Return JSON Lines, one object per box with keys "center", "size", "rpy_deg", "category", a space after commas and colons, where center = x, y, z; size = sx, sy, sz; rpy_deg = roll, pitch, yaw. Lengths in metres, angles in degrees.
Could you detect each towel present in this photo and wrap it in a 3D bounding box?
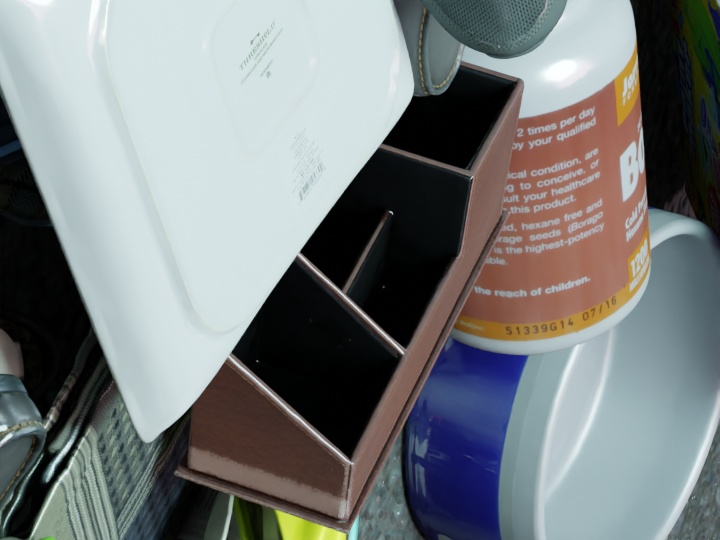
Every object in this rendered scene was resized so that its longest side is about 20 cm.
{"center": [-0.087, 0.053, 1.057], "size": [0.193, 0.035, 0.200], "rpy_deg": [-61, 169, -23], "category": "towel"}

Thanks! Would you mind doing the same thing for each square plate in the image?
{"center": [-0.042, -0.075, 0.931], "size": [0.200, 0.028, 0.198], "rpy_deg": [-55, 142, -37], "category": "square plate"}

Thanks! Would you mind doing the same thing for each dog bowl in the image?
{"center": [0.107, 0.061, 1.387], "size": [0.200, 0.079, 0.200], "rpy_deg": [-36, 135, -46], "category": "dog bowl"}

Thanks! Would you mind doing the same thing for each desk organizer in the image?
{"center": [0.000, 0.000, 1.089], "size": [0.200, 0.072, 0.077], "rpy_deg": [-61, 165, -45], "category": "desk organizer"}

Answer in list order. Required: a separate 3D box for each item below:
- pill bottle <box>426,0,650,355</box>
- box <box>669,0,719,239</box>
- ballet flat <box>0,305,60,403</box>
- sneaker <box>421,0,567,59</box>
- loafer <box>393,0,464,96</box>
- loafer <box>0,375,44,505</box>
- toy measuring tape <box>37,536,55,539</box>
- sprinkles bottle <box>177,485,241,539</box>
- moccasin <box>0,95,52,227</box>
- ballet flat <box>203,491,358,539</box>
{"center": [0.067, -0.070, 1.216], "size": [0.112, 0.112, 0.200], "rpy_deg": [-46, 142, -37], "category": "pill bottle"}
{"center": [0.238, -0.073, 1.395], "size": [0.193, 0.122, 0.200], "rpy_deg": [-105, -177, -51], "category": "box"}
{"center": [-0.171, 0.030, 0.917], "size": [0.200, 0.068, 0.068], "rpy_deg": [-5, 85, -60], "category": "ballet flat"}
{"center": [0.022, -0.160, 0.946], "size": [0.085, 0.074, 0.200], "rpy_deg": [-65, 141, -63], "category": "sneaker"}
{"center": [0.044, -0.147, 1.029], "size": [0.073, 0.072, 0.200], "rpy_deg": [-54, 157, -50], "category": "loafer"}
{"center": [-0.160, 0.121, 0.895], "size": [0.200, 0.072, 0.073], "rpy_deg": [-52, 158, 17], "category": "loafer"}
{"center": [-0.129, 0.163, 0.972], "size": [0.074, 0.074, 0.200], "rpy_deg": [-39, 169, -44], "category": "toy measuring tape"}
{"center": [-0.028, 0.083, 1.186], "size": [0.200, 0.068, 0.068], "rpy_deg": [-64, 149, -12], "category": "sprinkles bottle"}
{"center": [-0.117, -0.045, 0.943], "size": [0.200, 0.080, 0.068], "rpy_deg": [-11, 83, -37], "category": "moccasin"}
{"center": [-0.031, 0.150, 1.093], "size": [0.067, 0.067, 0.200], "rpy_deg": [5, 65, -22], "category": "ballet flat"}
